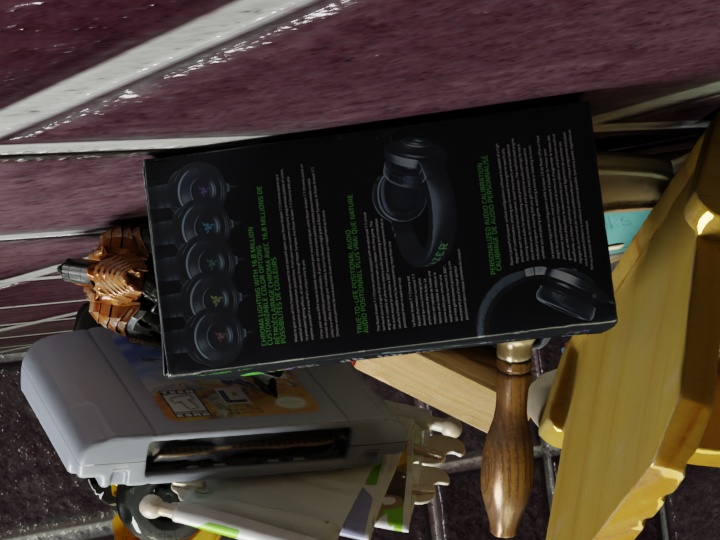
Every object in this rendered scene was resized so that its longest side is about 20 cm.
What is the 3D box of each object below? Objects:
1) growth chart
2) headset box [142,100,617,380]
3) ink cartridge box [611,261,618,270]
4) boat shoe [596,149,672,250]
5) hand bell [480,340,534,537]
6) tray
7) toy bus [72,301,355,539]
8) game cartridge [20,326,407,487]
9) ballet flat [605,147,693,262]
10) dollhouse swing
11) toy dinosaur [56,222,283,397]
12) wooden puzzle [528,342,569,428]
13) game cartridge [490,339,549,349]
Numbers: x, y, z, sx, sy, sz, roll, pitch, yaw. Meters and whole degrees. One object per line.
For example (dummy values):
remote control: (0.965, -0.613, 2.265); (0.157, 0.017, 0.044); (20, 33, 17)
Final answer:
growth chart: (-0.022, 0.112, 1.040); (0.143, 0.018, 0.200); (17, -156, 14)
headset box: (0.005, -0.007, 0.799); (0.198, 0.094, 0.174); (-7, 176, 3)
ink cartridge box: (0.129, -0.002, 1.250); (0.144, 0.088, 0.200); (-7, 178, -13)
boat shoe: (0.063, -0.023, 0.920); (0.198, 0.063, 0.073); (-8, 176, 5)
hand bell: (0.089, 0.062, 1.072); (0.103, 0.202, 0.104); (3, -166, -1)
tray: (0.035, 0.056, 1.359); (0.199, 0.037, 0.099); (27, -162, -5)
toy bus: (-0.088, 0.087, 1.206); (0.190, 0.202, 0.136); (-6, -171, -22)
game cartridge: (-0.088, 0.072, 1.037); (0.198, 0.042, 0.133); (-2, -150, -28)
ballet flat: (0.193, -0.046, 0.954); (0.198, 0.069, 0.063); (-4, -159, 24)
dollhouse swing: (0.186, 0.060, 0.858); (0.180, 0.177, 0.201); (8, 141, -15)
toy dinosaur: (-0.107, 0.013, 0.996); (0.134, 0.103, 0.200); (9, -160, 3)
wooden puzzle: (0.198, 0.045, 1.178); (0.199, 0.038, 0.185); (-24, 179, 2)
game cartridge: (0.085, 0.022, 1.455); (0.133, 0.041, 0.200); (32, -173, 13)
